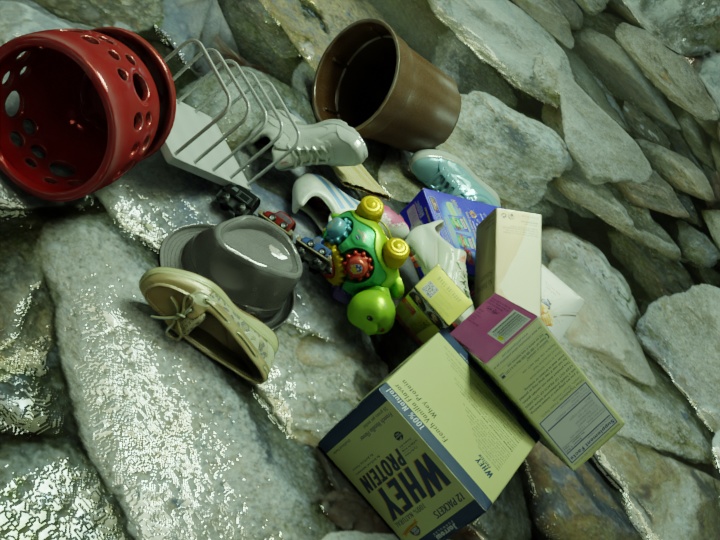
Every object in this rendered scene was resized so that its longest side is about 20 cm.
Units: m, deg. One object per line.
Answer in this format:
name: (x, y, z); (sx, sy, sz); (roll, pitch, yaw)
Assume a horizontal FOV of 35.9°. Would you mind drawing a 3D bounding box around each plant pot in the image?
plant pot: (0.056, -0.298, 1.891); (0.198, 0.200, 0.201); (18, 42, -43)
plant pot: (-0.343, -0.202, 1.380); (0.200, 0.200, 0.182); (45, 26, 1)

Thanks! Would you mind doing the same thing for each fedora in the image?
fedora: (-0.154, -0.011, 1.459); (0.199, 0.090, 0.178); (20, 42, -31)

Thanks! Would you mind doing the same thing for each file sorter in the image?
file sorter: (-0.197, -0.216, 1.545); (0.139, 0.124, 0.200); (60, 17, 21)

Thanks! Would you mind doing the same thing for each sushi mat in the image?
sushi mat: (-0.029, -0.176, 1.768); (0.095, 0.012, 0.200); (15, 26, -36)

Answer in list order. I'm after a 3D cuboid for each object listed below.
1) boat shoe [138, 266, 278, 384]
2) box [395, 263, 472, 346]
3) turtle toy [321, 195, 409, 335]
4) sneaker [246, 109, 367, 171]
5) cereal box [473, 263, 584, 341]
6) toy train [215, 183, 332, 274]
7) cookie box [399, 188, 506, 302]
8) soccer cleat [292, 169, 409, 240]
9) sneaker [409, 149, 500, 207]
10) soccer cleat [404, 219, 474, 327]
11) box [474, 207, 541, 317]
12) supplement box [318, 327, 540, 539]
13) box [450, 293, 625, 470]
boat shoe: (-0.186, 0.066, 1.364); (0.199, 0.073, 0.063); (32, 38, -20)
box: (0.098, 0.053, 1.571); (0.050, 0.200, 0.075); (-41, 87, -13)
turtle toy: (0.000, 0.000, 1.581); (0.101, 0.146, 0.201); (-17, 64, -28)
sneaker: (-0.085, -0.179, 1.673); (0.199, 0.078, 0.099); (12, 43, 28)
cereal box: (0.245, 0.080, 1.735); (0.144, 0.040, 0.200); (39, 67, -6)
toy train: (-0.115, -0.060, 1.551); (0.200, 0.034, 0.046); (35, 73, 12)
cookie box: (0.179, -0.032, 1.830); (0.199, 0.075, 0.172); (11, 50, -38)
soccer cleat: (-0.019, -0.075, 1.691); (0.199, 0.070, 0.087); (27, 47, -15)
sneaker: (0.170, -0.138, 1.933); (0.199, 0.074, 0.082); (29, 34, -21)
soccer cleat: (0.136, 0.010, 1.672); (0.201, 0.077, 0.069); (61, 3, 25)
box: (0.222, 0.018, 1.674); (0.077, 0.095, 0.201); (8, 70, -13)
supplement box: (0.093, 0.219, 1.436); (0.200, 0.134, 0.200); (48, 34, 4)
box: (0.237, 0.148, 1.521); (0.200, 0.097, 0.176); (50, -3, -14)
